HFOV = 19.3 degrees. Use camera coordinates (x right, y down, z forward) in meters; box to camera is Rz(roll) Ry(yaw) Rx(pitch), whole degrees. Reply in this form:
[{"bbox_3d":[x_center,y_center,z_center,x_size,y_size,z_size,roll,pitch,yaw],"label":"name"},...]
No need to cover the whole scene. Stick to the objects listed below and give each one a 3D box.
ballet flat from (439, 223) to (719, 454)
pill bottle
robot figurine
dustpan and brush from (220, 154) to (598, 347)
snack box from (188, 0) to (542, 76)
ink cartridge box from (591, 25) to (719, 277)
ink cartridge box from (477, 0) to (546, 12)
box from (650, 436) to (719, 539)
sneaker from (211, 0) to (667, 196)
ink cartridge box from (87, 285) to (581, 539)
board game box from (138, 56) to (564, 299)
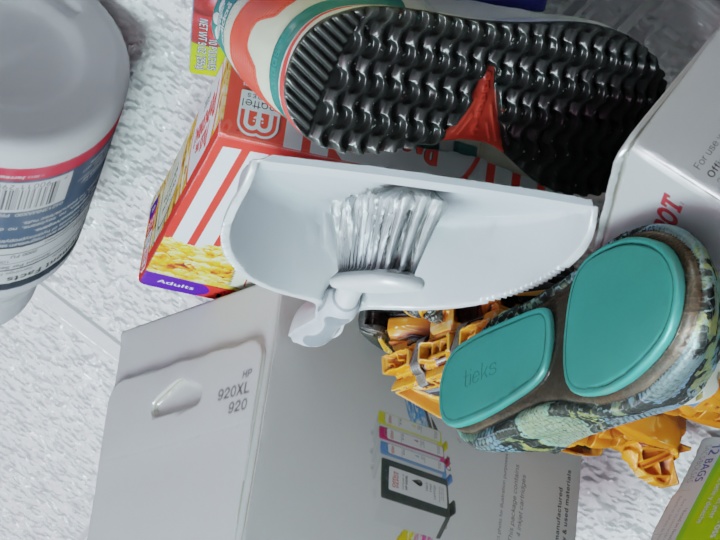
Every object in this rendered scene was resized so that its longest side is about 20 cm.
[{"bbox_3d":[0.100,0.030,0.809,0.074,0.074,0.200,42,157,-10],"label":"ballet flat"},{"bbox_3d":[-0.195,-0.055,1.092,0.120,0.120,0.200,33,144,2],"label":"pill bottle"},{"bbox_3d":[0.098,0.045,0.967,0.200,0.058,0.145,19,154,-32],"label":"robot figurine"},{"bbox_3d":[0.000,0.000,0.870,0.139,0.057,0.200,7,174,-14],"label":"dustpan and brush"},{"bbox_3d":[0.008,-0.146,0.833,0.142,0.053,0.200,7,148,-2],"label":"snack box"},{"bbox_3d":[0.194,0.006,0.795,0.200,0.084,0.145,34,163,12],"label":"ink cartridge box"},{"bbox_3d":[-0.016,-0.157,0.737,0.197,0.047,0.200,7,143,-1],"label":"ink cartridge box"},{"bbox_3d":[0.242,0.141,0.975,0.200,0.113,0.101,-11,123,44],"label":"box"},{"bbox_3d":[0.031,-0.081,0.831,0.093,0.200,0.070,36,114,46],"label":"sneaker"},{"bbox_3d":[-0.013,0.111,1.053,0.200,0.145,0.147,22,154,-32],"label":"ink cartridge box"},{"bbox_3d":[-0.008,-0.030,0.955,0.151,0.046,0.200,12,159,-11],"label":"board game box"}]
